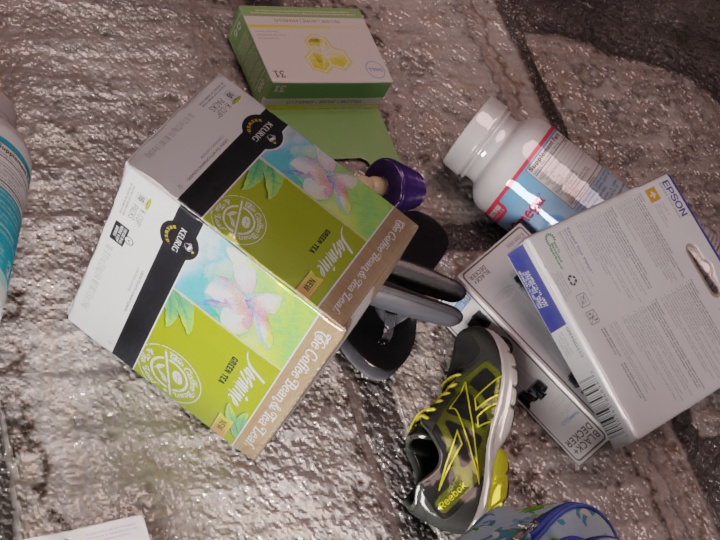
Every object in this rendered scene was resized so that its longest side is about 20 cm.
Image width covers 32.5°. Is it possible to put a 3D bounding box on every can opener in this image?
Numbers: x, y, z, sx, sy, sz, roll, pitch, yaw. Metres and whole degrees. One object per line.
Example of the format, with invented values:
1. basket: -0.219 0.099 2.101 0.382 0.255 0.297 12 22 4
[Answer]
1. can opener: 0.000 0.000 1.055 0.198 0.079 0.064 27 58 -10

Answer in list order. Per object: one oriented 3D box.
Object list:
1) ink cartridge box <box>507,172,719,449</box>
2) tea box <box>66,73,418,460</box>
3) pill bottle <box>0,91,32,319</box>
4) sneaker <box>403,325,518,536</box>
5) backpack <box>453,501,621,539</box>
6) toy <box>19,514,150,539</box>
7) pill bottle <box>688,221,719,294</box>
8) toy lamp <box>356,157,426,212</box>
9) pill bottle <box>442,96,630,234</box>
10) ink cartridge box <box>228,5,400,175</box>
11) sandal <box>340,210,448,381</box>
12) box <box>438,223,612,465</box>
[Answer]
1. ink cartridge box: 0.255 0.031 1.118 0.198 0.043 0.198 -22 79 -34
2. tea box: -0.095 0.002 0.952 0.196 0.201 0.134 35 47 1
3. pill bottle: -0.311 -0.048 0.934 0.109 0.111 0.202 14 51 -18
4. sneaker: 0.082 0.127 1.040 0.083 0.075 0.202 17 50 -15
5. backpack: 0.138 0.269 0.900 0.199 0.146 0.186 -28 99 -49
6. toy: -0.176 0.274 0.812 0.114 0.047 0.202 -5 63 -35
7. pill bottle: 0.349 0.035 1.225 0.199 0.114 0.114 39 48 3
8. toy lamp: -0.014 -0.079 1.132 0.198 0.058 0.059 0 55 -48
9. pill bottle: 0.183 -0.078 1.223 0.199 0.109 0.109 38 47 3
10. ink cartridge box: -0.034 -0.173 1.220 0.144 0.048 0.202 -5 57 -32
11. sandal: 0.030 0.012 1.118 0.075 0.043 0.202 28 48 -7
12. box: 0.175 0.066 1.144 0.200 0.060 0.116 45 48 9
